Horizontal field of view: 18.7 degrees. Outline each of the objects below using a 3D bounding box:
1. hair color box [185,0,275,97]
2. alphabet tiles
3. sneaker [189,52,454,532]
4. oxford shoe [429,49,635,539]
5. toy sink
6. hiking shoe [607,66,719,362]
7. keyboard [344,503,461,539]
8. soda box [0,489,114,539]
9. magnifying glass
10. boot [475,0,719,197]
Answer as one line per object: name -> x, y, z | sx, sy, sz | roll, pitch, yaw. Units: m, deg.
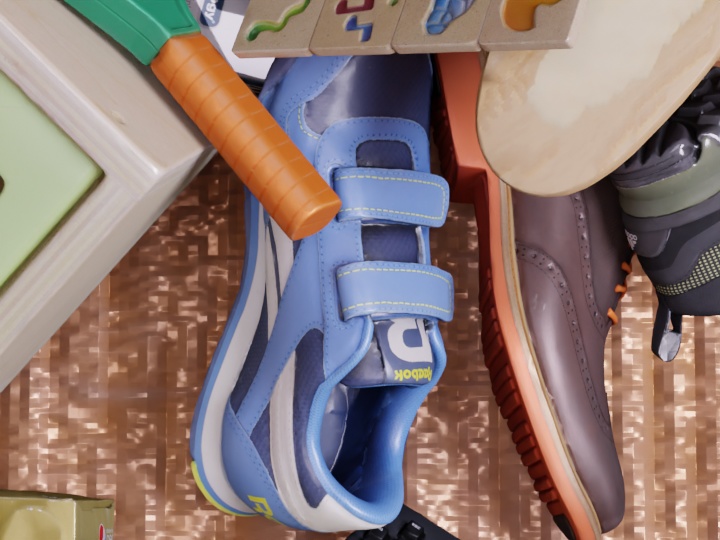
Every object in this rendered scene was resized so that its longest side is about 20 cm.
hair color box -> -0.100, -0.131, 0.835 | 0.199, 0.061, 0.101 | 14, 85, 8
alphabet tiles -> 0.036, -0.144, 0.735 | 0.199, 0.006, 0.167 | 2, 62, 36
sneaker -> 0.000, 0.000, 0.782 | 0.082, 0.074, 0.201 | 19, 102, 47
oxford shoe -> 0.077, 0.000, 0.798 | 0.072, 0.071, 0.201 | -12, 85, -5
toy sink -> -0.165, -0.017, 0.769 | 0.130, 0.112, 0.200 | 45, 107, -1
hiking shoe -> 0.185, -0.036, 0.795 | 0.199, 0.076, 0.101 | -17, 113, -8
keyboard -> 0.084, 0.138, 0.764 | 0.199, 0.104, 0.040 | 32, 128, 8
soda box -> -0.195, 0.114, 0.817 | 0.199, 0.064, 0.068 | 2, 84, 6
magnifying glass -> -0.077, -0.091, 0.756 | 0.200, 0.079, 0.022 | 49, 119, 13
boot -> 0.105, -0.098, 0.765 | 0.071, 0.144, 0.202 | 28, 81, 10
